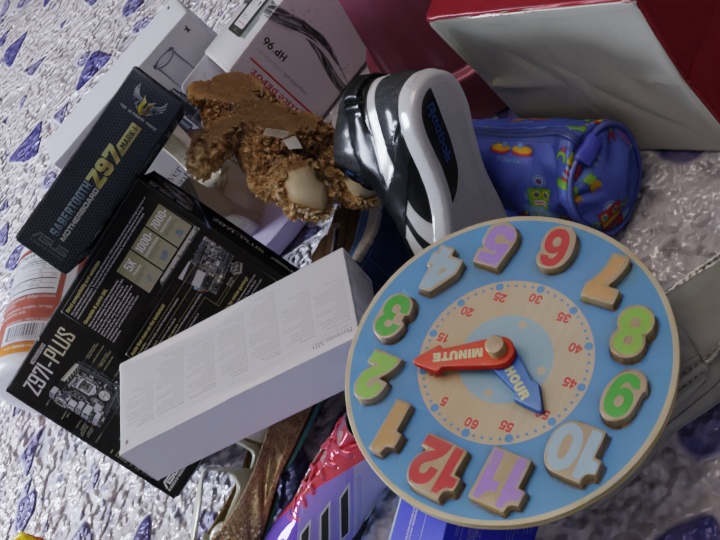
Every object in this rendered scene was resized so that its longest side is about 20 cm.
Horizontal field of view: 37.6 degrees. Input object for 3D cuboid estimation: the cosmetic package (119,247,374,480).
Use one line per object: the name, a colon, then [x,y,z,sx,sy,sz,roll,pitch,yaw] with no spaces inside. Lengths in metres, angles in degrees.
cosmetic package: [-0.079,0.069,0.754,0.198,0.051,0.083,-27,44,16]

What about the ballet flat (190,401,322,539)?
ballet flat: [-0.084,0.150,0.809,0.202,0.065,0.070,-69,12,-21]

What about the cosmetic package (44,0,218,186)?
cosmetic package: [-0.198,-0.152,1.078,0.200,0.150,0.052,-47,40,8]

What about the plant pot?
plant pot: [0.058,-0.252,0.885,0.198,0.179,0.202,-25,46,29]

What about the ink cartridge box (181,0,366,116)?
ink cartridge box: [-0.066,-0.215,1.024,0.201,0.116,0.068,-51,39,2]

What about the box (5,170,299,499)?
box: [-0.159,0.050,0.858,0.201,0.163,0.086,-57,7,6]

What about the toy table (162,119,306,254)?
toy table: [-0.133,-0.077,0.990,0.201,0.117,0.184,-52,40,2]

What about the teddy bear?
teddy bear: [-0.066,-0.091,0.848,0.198,0.068,0.145,26,41,27]

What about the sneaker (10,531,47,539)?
sneaker: [-0.268,0.308,0.873,0.073,0.077,0.201,-43,43,8]

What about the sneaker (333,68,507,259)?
sneaker: [0.041,-0.050,0.764,0.073,0.203,0.111,-30,27,-32]

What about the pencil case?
pencil case: [0.108,-0.078,0.784,0.198,0.087,0.079,14,68,47]

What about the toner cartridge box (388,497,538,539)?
toner cartridge box: [0.060,0.177,0.640,0.043,0.095,0.202,-3,59,41]

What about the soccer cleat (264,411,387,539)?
soccer cleat: [-0.009,0.139,0.748,0.200,0.073,0.068,-44,41,10]

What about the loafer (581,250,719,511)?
loafer: [0.175,0.059,0.633,0.201,0.070,0.070,-50,40,3]

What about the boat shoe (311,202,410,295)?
boat shoe: [0.000,0.000,0.851,0.072,0.072,0.202,-18,41,40]

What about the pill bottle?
pill bottle: [-0.298,0.035,1.070,0.111,0.112,0.202,-21,48,31]

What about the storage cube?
storage cube: [0.181,-0.205,0.741,0.198,0.170,0.182,7,69,45]

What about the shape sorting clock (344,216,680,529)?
shape sorting clock: [0.083,0.051,0.614,0.197,0.039,0.203,-11,57,18]

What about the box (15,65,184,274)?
box: [-0.207,-0.083,0.872,0.159,0.051,0.200,-55,11,0]
